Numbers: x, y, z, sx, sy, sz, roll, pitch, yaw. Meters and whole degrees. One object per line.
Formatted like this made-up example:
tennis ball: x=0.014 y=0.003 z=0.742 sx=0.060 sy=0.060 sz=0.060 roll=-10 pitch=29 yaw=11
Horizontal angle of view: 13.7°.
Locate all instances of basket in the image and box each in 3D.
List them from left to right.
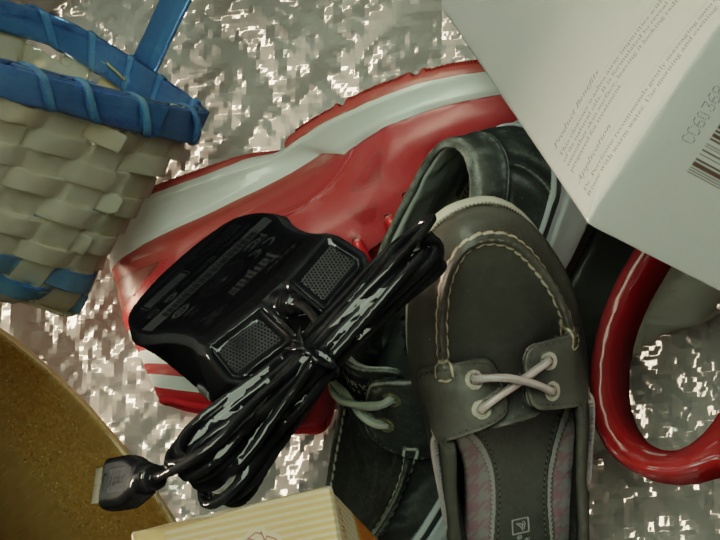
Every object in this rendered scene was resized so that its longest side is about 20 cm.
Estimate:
basket: x=-0.141 y=-0.094 z=1.137 sx=0.139 sy=0.176 sz=0.200 roll=37 pitch=103 yaw=41

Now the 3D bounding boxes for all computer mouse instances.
computer mouse: x=-0.046 y=0.040 z=1.065 sx=0.140 sy=0.200 sz=0.046 roll=-45 pitch=108 yaw=-17

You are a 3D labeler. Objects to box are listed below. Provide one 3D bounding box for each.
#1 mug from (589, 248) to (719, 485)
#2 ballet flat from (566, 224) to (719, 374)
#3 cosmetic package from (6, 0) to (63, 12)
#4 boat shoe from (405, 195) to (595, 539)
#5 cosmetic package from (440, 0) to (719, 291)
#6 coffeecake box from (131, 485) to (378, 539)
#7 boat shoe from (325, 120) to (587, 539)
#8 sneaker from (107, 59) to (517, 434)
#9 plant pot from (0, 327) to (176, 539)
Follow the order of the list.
mug: x=0.180 y=0.002 z=1.061 sx=0.177 sy=0.133 sz=0.201 roll=6 pitch=81 yaw=-6
ballet flat: x=0.117 y=-0.026 z=1.152 sx=0.068 sy=0.068 sz=0.201 roll=20 pitch=78 yaw=12
cosmetic package: x=-0.131 y=-0.183 z=1.249 sx=0.200 sy=0.108 sz=0.085 roll=-40 pitch=64 yaw=-3
boat shoe: x=0.057 y=0.070 z=1.072 sx=0.067 sy=0.201 sz=0.057 roll=-13 pitch=32 yaw=-12
cosmetic package: x=0.109 y=-0.086 z=1.053 sx=0.113 sy=0.081 sz=0.200 roll=-56 pitch=25 yaw=18
coffeecake box: x=-0.008 y=0.179 z=1.040 sx=0.073 sy=0.200 sz=0.154 roll=-13 pitch=69 yaw=9
boat shoe: x=0.018 y=0.032 z=1.114 sx=0.072 sy=0.071 sz=0.201 roll=38 pitch=116 yaw=44
sneaker: x=0.000 y=0.000 z=1.179 sx=0.199 sy=0.078 sz=0.116 roll=-23 pitch=75 yaw=19
plant pot: x=-0.190 y=0.139 z=1.128 sx=0.200 sy=0.186 sz=0.187 roll=-40 pitch=66 yaw=14
